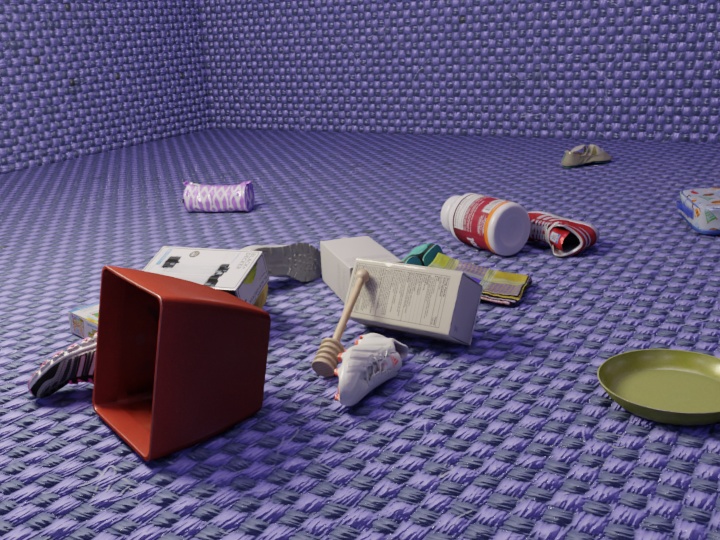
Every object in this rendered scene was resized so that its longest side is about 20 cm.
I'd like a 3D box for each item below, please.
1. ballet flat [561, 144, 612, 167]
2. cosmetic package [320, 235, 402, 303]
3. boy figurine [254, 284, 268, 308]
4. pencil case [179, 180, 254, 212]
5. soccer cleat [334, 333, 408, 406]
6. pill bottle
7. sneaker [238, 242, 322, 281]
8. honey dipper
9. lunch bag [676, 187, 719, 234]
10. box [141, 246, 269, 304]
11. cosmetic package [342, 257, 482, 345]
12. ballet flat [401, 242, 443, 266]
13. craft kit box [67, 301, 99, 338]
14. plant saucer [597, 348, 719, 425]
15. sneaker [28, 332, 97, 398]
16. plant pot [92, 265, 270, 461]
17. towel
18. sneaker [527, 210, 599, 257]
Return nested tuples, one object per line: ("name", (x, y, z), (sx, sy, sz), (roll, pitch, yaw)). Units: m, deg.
("ballet flat", (0.730, -0.372, 2.734), (0.198, 0.070, 0.069), (-12, 19, -27))
("cosmetic package", (0.000, 0.000, 1.601), (0.106, 0.086, 0.200), (-7, 17, -15))
("boy figurine", (-0.231, 0.030, 1.553), (0.123, 0.065, 0.199), (15, 1, -32))
("pencil case", (-0.391, -0.204, 2.348), (0.197, 0.087, 0.084), (1, 16, 10))
("soccer cleat", (0.016, 0.133, 1.196), (0.076, 0.070, 0.200), (4, 15, 14))
("pill bottle", (0.266, -0.106, 1.854), (0.112, 0.115, 0.199), (-12, 19, -28))
("sneaker", (-0.160, -0.021, 1.677), (0.198, 0.078, 0.080), (7, -1, -41))
("honey dipper", (-0.023, 0.071, 1.293), (0.037, 0.038, 0.201), (4, 48, 23))
("lunch bag", (0.805, -0.136, 1.928), (0.158, 0.077, 0.200), (-4, 17, 6))
("box", (-0.267, 0.018, 1.441), (0.197, 0.061, 0.117), (4, 36, 20))
("cosmetic package", (0.082, 0.048, 1.358), (0.198, 0.105, 0.087), (10, -10, 34))
("ballet flat", (0.100, 0.000, 1.646), (0.070, 0.068, 0.200), (-22, 6, 29))
("craft kit box", (-0.367, 0.082, 1.472), (0.199, 0.049, 0.196), (-19, 20, -41))
("plant saucer", (0.410, 0.154, 1.113), (0.197, 0.032, 0.200), (-2, 17, 1))
("sneaker", (-0.375, 0.142, 1.225), (0.198, 0.088, 0.074), (-28, -5, -10))
("plant pot", (-0.229, 0.111, 1.123), (0.175, 0.203, 0.199), (1, 11, -37))
("towel", (0.213, 0.014, 1.575), (0.198, 0.023, 0.143), (15, 23, 21))
("sneaker", (0.397, -0.079, 1.816), (0.198, 0.072, 0.112), (9, 17, 30))
